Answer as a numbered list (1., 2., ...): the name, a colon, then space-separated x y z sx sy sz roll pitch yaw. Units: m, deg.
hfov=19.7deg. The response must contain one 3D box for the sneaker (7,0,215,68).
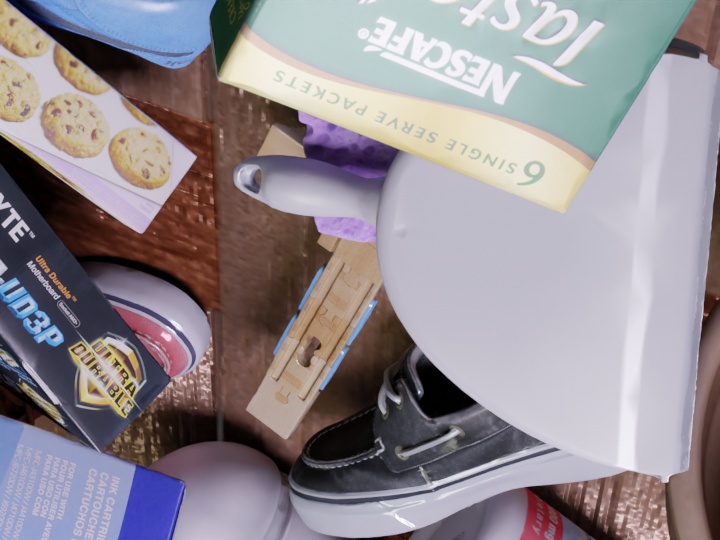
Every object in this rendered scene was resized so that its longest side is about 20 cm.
1. sneaker: -0.142 -0.133 0.767 0.199 0.066 0.079 27 148 2

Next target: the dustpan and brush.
1. dustpan and brush: 0.031 -0.017 0.705 0.198 0.057 0.141 10 103 26

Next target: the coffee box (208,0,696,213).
1. coffee box: 0.052 -0.121 0.573 0.122 0.044 0.201 20 118 -21

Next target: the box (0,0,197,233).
1. box: -0.137 -0.078 0.755 0.039 0.042 0.200 30 173 42

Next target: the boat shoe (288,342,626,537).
1. boat shoe: 0.041 0.058 0.887 0.199 0.072 0.071 -20 115 34

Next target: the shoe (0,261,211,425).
1. shoe: -0.164 0.055 0.987 0.199 0.091 0.072 -4 134 37

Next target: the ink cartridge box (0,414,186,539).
1. ink cartridge box: -0.167 0.106 0.897 0.199 0.077 0.136 21 164 -25

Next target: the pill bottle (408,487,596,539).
1. pill bottle: 0.108 0.190 0.958 0.199 0.109 0.109 36 144 -11

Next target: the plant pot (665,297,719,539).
1. plant pot: 0.199 0.092 0.735 0.199 0.202 0.175 21 163 10

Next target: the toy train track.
1. toy train track: 0.000 0.000 0.852 0.114 0.033 0.201 36 136 5

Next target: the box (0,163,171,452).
1. box: -0.182 -0.018 0.884 0.199 0.046 0.159 24 153 53

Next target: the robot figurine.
1. robot figurine: -0.051 0.163 1.026 0.200 0.113 0.169 44 170 -22

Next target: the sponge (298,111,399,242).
1. sponge: 0.026 -0.091 0.712 0.110 0.030 0.201 10 130 23
